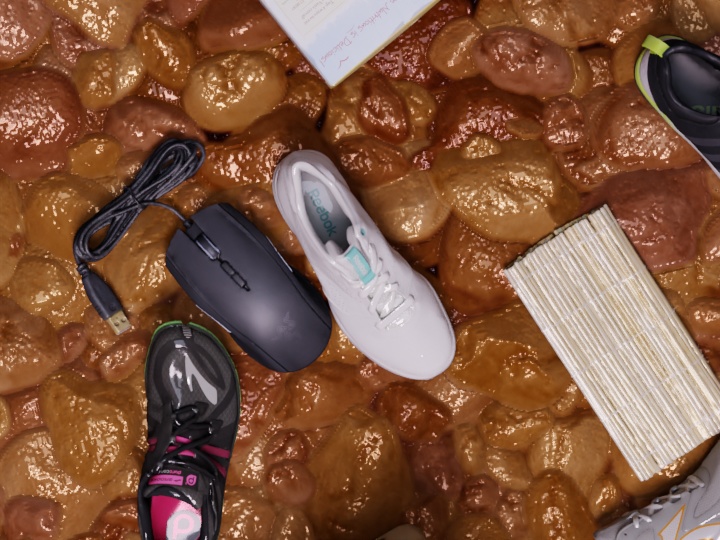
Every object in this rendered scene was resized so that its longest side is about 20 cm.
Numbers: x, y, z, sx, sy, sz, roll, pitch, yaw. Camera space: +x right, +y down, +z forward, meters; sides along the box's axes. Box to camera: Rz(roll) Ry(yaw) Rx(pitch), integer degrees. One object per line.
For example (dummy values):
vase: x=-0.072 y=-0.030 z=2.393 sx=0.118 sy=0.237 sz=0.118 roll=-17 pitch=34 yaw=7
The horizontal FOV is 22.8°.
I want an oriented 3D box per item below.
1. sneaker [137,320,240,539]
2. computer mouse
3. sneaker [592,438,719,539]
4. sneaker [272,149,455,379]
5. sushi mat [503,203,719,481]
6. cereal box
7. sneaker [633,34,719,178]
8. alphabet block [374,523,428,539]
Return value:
sneaker: x=-0.126 y=0.137 z=1.312 sx=0.076 sy=0.084 sz=0.202 roll=0 pitch=97 yaw=-3
computer mouse: x=-0.123 y=0.013 z=1.331 sx=0.140 sy=0.046 sz=0.200 roll=-39 pitch=94 yaw=-2
sneaker: x=0.230 y=0.198 z=1.345 sx=0.092 sy=0.076 sz=0.201 roll=29 pitch=89 yaw=1
sneaker: x=0.000 y=0.000 z=1.316 sx=0.075 sy=0.088 sz=0.200 roll=-37 pitch=94 yaw=-2
sushi mat: x=0.201 y=0.055 z=1.366 sx=0.095 sy=0.012 sz=0.201 roll=-34 pitch=94 yaw=0
cereal box: x=-0.030 y=-0.257 z=1.330 sx=0.144 sy=0.040 sz=0.200 roll=-39 pitch=94 yaw=-1
sneaker: x=0.284 y=-0.104 z=1.329 sx=0.199 sy=0.083 sz=0.072 roll=35 pitch=91 yaw=-4
alphabet block: x=0.014 y=0.321 z=1.274 sx=0.195 sy=0.200 sz=0.197 roll=-29 pitch=93 yaw=-1
